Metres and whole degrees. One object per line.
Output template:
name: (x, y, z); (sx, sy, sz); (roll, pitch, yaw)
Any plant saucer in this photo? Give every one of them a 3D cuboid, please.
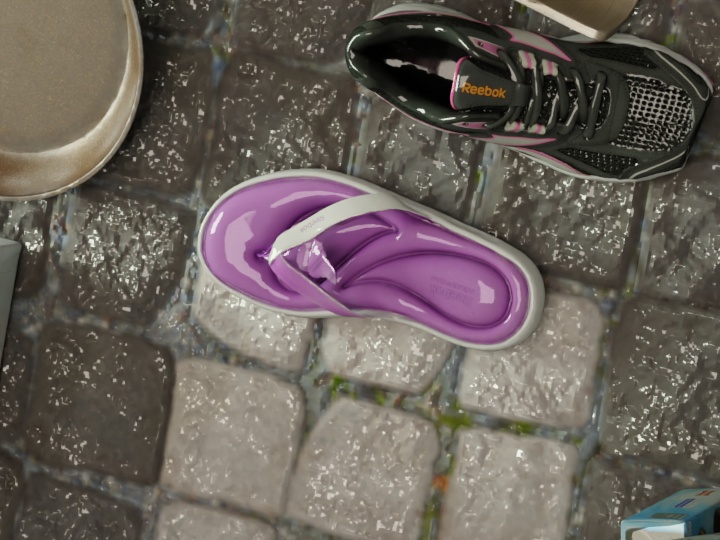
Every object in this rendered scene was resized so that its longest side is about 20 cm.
plant saucer: (-0.205, -0.137, 1.558); (0.199, 0.032, 0.201); (9, 116, 20)

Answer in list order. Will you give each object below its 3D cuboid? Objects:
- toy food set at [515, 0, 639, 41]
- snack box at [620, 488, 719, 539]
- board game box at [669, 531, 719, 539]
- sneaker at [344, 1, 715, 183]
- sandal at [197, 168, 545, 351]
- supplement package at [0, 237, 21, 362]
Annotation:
toy food set: (0.106, -0.239, 1.444); (0.143, 0.060, 0.201); (28, 103, 17)
snack box: (0.167, 0.218, 1.420); (0.037, 0.116, 0.201); (-1, 93, 21)
board game box: (0.194, 0.199, 1.356); (0.064, 0.200, 0.149); (-1, 88, 25)
sneaker: (0.080, -0.090, 1.450); (0.199, 0.086, 0.081); (10, 99, 19)
sandal: (0.001, -0.008, 1.504); (0.201, 0.050, 0.083); (10, 97, 20)
supplement package: (-0.306, 0.071, 1.551); (0.146, 0.191, 0.201); (13, 99, 19)
